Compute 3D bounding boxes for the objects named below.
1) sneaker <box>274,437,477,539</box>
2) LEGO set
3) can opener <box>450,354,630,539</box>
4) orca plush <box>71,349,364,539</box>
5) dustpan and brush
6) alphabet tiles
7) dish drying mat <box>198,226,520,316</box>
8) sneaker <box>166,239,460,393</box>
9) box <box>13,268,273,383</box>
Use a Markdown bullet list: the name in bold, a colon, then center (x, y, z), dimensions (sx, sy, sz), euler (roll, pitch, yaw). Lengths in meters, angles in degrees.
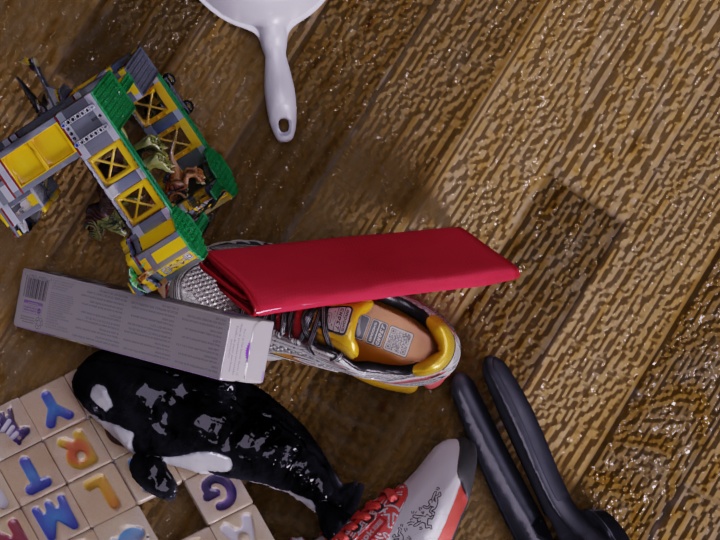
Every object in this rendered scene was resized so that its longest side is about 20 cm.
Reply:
- **sneaker**: center (-0.009, 0.182, 1.746), dimensions (0.107, 0.067, 0.202), euler (27, 85, -7)
- **LEGO set**: center (-0.167, -0.051, 1.696), dimensions (0.116, 0.200, 0.154), euler (-31, 110, 15)
- **can opener**: center (0.116, 0.151, 1.773), dimensions (0.063, 0.079, 0.201), euler (-34, 84, 17)
- **orca plush**: center (-0.090, 0.100, 1.706), dimensions (0.200, 0.071, 0.105), euler (39, 65, 11)
- **dustpan and brush**: center (-0.061, -0.187, 1.782), dimensions (0.139, 0.057, 0.201), euler (-7, 80, -6)
- **alphabet tiles**: center (-0.178, 0.149, 1.715), dimensions (0.199, 0.008, 0.168), euler (-26, 72, -19)
- **dish drying mat**: center (0.000, 0.000, 1.724), dimensions (0.199, 0.077, 0.018), euler (-6, 116, -33)
- **sneaker**: center (-0.028, 0.025, 1.748), dimensions (0.199, 0.082, 0.078), euler (12, 84, -6)
- **box**: center (-0.138, 0.033, 1.687), dimensions (0.039, 0.199, 0.042), euler (8, 92, -47)
